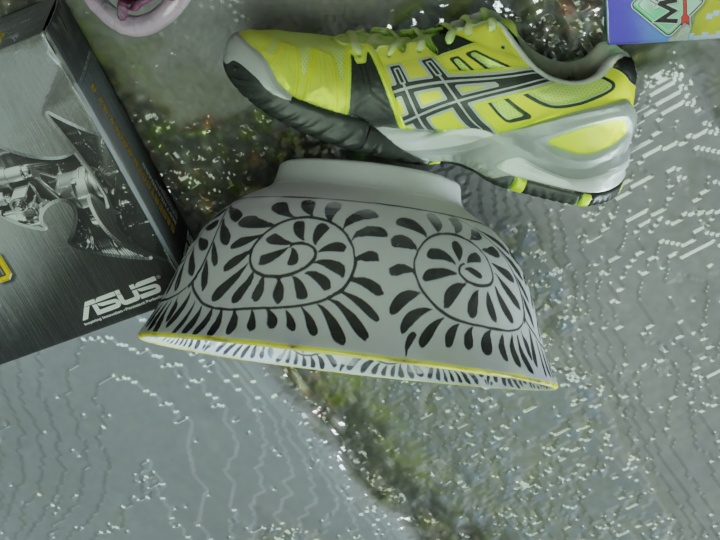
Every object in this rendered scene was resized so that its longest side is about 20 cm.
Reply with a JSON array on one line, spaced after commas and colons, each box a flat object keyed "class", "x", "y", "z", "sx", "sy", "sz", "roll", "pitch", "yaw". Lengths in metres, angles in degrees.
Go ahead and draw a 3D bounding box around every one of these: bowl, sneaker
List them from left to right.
[{"class": "bowl", "x": 0.000, "y": 0.000, "z": 1.025, "sx": 0.201, "sy": 0.201, "sz": 0.094, "roll": 8, "pitch": 85, "yaw": -1}, {"class": "sneaker", "x": 0.035, "y": -0.091, "z": 1.014, "sx": 0.200, "sy": 0.075, "sz": 0.076, "roll": 12, "pitch": 108, "yaw": -12}]

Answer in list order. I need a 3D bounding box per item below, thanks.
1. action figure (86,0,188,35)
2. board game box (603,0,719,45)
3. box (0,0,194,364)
[{"class": "action figure", "x": -0.033, "y": -0.177, "z": 0.931, "sx": 0.200, "sy": 0.134, "sz": 0.149, "roll": -29, "pitch": 156, "yaw": -9}, {"class": "board game box", "x": 0.172, "y": -0.200, "z": 0.955, "sx": 0.134, "sy": 0.029, "sz": 0.200, "roll": -4, "pitch": 121, "yaw": 5}, {"class": "box", "x": -0.202, "y": -0.029, "z": 1.071, "sx": 0.200, "sy": 0.048, "sz": 0.158, "roll": -19, "pitch": 119, "yaw": 14}]
